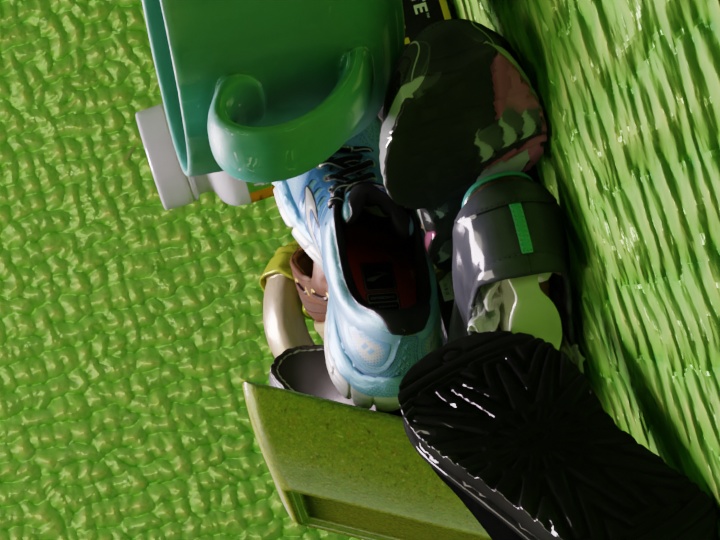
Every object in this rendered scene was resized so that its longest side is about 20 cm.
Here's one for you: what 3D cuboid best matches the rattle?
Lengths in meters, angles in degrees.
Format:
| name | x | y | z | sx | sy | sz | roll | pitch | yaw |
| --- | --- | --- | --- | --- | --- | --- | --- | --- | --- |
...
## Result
| name | x | y | z | sx | sy | sz | roll | pitch | yaw |
| --- | --- | --- | --- | --- | --- | --- | --- | --- | --- |
| rattle | 0.026 | 0.057 | 1.352 | 0.130 | 0.143 | 0.200 | -16 | -95 | -59 |

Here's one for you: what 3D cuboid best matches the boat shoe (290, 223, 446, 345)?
| name | x | y | z | sx | sy | sz | roll | pitch | yaw |
| --- | --- | --- | --- | --- | --- | --- | --- | --- | --- |
| boat shoe | 0.000 | 0.000 | 1.196 | 0.068 | 0.072 | 0.200 | 52 | 161 | -5 |

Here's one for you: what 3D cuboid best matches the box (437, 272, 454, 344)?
| name | x | y | z | sx | sy | sz | roll | pitch | yaw |
| --- | --- | --- | --- | --- | --- | --- | --- | --- | --- |
| box | 0.078 | 0.069 | 1.303 | 0.200 | 0.046 | 0.159 | 91 | 163 | -79 |

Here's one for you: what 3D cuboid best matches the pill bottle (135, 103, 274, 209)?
| name | x | y | z | sx | sy | sz | roll | pitch | yaw |
| --- | --- | --- | --- | --- | --- | --- | --- | --- | --- |
| pill bottle | -0.073 | -0.116 | 1.536 | 0.111 | 0.200 | 0.111 | 163 | 90 | -87 |

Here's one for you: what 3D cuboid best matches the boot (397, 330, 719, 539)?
| name | x | y | z | sx | sy | sz | roll | pitch | yaw |
| --- | --- | --- | --- | --- | --- | --- | --- | --- | --- |
| boot | 0.093 | 0.135 | 0.861 | 0.211 | 0.079 | 0.158 | 47 | 157 | 53 |

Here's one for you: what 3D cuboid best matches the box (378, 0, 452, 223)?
| name | x | y | z | sx | sy | sz | roll | pitch | yaw |
| --- | --- | --- | --- | --- | --- | --- | --- | --- | --- |
| box | 0.031 | -0.112 | 1.152 | 0.200 | 0.049 | 0.160 | 103 | 152 | -84 |

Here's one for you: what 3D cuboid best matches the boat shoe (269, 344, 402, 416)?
| name | x | y | z | sx | sy | sz | roll | pitch | yaw |
| --- | --- | --- | --- | --- | --- | --- | --- | --- | --- |
| boat shoe | 0.028 | 0.076 | 1.172 | 0.072 | 0.201 | 0.061 | -60 | -31 | -30 |

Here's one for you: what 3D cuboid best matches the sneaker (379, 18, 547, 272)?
| name | x | y | z | sx | sy | sz | roll | pitch | yaw |
| --- | --- | --- | --- | --- | --- | --- | --- | --- | --- |
| sneaker | 0.040 | -0.073 | 0.935 | 0.200 | 0.080 | 0.086 | 83 | 171 | -66 |

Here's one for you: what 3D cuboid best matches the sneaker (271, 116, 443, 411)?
| name | x | y | z | sx | sy | sz | roll | pitch | yaw |
| --- | --- | --- | --- | --- | --- | --- | --- | --- | --- |
| sneaker | 0.006 | -0.030 | 1.016 | 0.090 | 0.078 | 0.200 | 102 | 154 | -56 |

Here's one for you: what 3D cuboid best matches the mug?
| name | x | y | z | sx | sy | sz | roll | pitch | yaw |
| --- | --- | --- | --- | --- | --- | --- | --- | --- | --- |
| mug | -0.040 | -0.116 | 0.920 | 0.152 | 0.114 | 0.185 | 106 | 151 | -73 |

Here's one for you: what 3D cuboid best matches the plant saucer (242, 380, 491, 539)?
| name | x | y | z | sx | sy | sz | roll | pitch | yaw |
| --- | --- | --- | --- | --- | --- | --- | --- | --- | --- |
| plant saucer | 0.032 | 0.125 | 1.070 | 0.200 | 0.199 | 0.048 | 85 | -161 | -75 |

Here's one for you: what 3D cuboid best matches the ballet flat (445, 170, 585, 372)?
| name | x | y | z | sx | sy | sz | roll | pitch | yaw |
| --- | --- | --- | --- | --- | --- | --- | --- | --- | --- |
| ballet flat | 0.078 | 0.034 | 0.956 | 0.200 | 0.073 | 0.073 | 81 | 171 | -55 |
